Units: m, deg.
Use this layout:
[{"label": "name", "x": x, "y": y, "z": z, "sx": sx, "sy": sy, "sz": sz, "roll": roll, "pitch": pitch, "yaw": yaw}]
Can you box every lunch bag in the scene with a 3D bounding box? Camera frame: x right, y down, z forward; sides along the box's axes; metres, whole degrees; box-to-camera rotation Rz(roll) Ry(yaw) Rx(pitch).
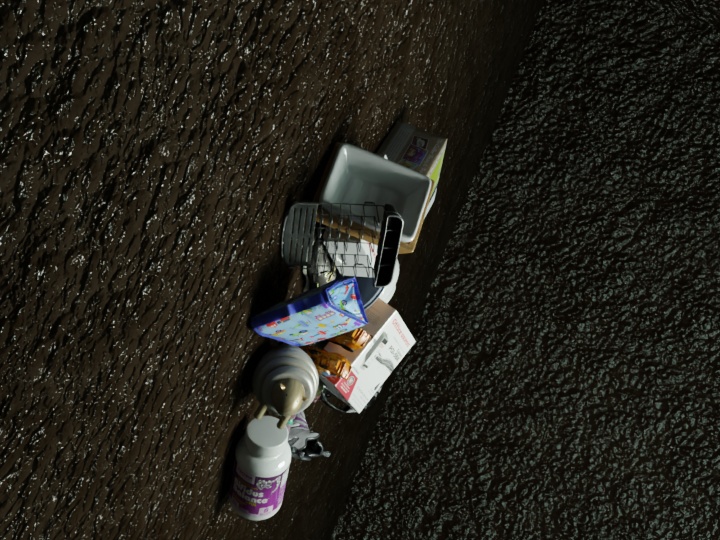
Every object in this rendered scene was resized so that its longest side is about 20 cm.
[{"label": "lunch bag", "x": -0.093, "y": 0.075, "z": 1.477, "sx": 0.200, "sy": 0.149, "sz": 0.095, "roll": 7, "pitch": 65, "yaw": -72}]

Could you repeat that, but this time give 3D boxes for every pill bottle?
[{"label": "pill bottle", "x": -0.195, "y": 0.386, "z": 1.648, "sx": 0.112, "sy": 0.111, "sz": 0.202, "roll": -53, "pitch": 160, "yaw": -53}]

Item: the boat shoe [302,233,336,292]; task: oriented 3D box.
[{"label": "boat shoe", "x": -0.075, "y": 0.003, "z": 1.659, "sx": 0.202, "sy": 0.060, "sz": 0.072, "roll": 94, "pitch": 21, "yaw": -55}]

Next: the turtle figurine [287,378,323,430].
[{"label": "turtle figurine", "x": -0.129, "y": 0.242, "z": 1.761, "sx": 0.202, "sy": 0.100, "sz": 0.149, "roll": -65, "pitch": 165, "yaw": 22}]

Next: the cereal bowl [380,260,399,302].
[{"label": "cereal bowl", "x": 0.019, "y": 0.042, "z": 1.892, "sx": 0.200, "sy": 0.083, "sz": 0.200, "roll": -47, "pitch": -166, "yaw": 15}]

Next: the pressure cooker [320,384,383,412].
[{"label": "pressure cooker", "x": -0.025, "y": 0.244, "z": 2.042, "sx": 0.179, "sy": 0.174, "sz": 0.202, "roll": 93, "pitch": 21, "yaw": -79}]

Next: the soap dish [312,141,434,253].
[{"label": "soap dish", "x": 0.021, "y": -0.127, "z": 1.517, "sx": 0.081, "sy": 0.198, "sz": 0.159, "roll": 117, "pitch": -7, "yaw": -63}]

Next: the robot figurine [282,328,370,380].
[{"label": "robot figurine", "x": -0.077, "y": 0.141, "z": 1.652, "sx": 0.058, "sy": 0.199, "sz": 0.146, "roll": 43, "pitch": 69, "yaw": -40}]

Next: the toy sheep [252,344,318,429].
[{"label": "toy sheep", "x": -0.141, "y": 0.206, "z": 1.562, "sx": 0.200, "sy": 0.136, "sz": 0.140, "roll": -114, "pitch": -141, "yaw": -64}]

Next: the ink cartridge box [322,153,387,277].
[{"label": "ink cartridge box", "x": 0.007, "y": -0.106, "z": 1.641, "sx": 0.146, "sy": 0.082, "sz": 0.202, "roll": 61, "pitch": 41, "yaw": -57}]

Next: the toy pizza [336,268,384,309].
[{"label": "toy pizza", "x": 0.000, "y": 0.000, "z": 1.734, "sx": 0.032, "sy": 0.199, "sz": 0.203, "roll": 27, "pitch": 83, "yaw": -40}]

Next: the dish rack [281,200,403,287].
[{"label": "dish rack", "x": -0.035, "y": -0.049, "z": 1.427, "sx": 0.055, "sy": 0.197, "sz": 0.155, "roll": -101, "pitch": -164, "yaw": -52}]

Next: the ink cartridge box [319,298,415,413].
[{"label": "ink cartridge box", "x": 0.009, "y": 0.171, "z": 1.733, "sx": 0.201, "sy": 0.082, "sz": 0.147, "roll": -50, "pitch": 144, "yaw": -12}]

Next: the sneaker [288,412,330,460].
[{"label": "sneaker", "x": -0.126, "y": 0.380, "z": 1.889, "sx": 0.200, "sy": 0.138, "sz": 0.079, "roll": -29, "pitch": 139, "yaw": -72}]

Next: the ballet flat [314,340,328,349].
[{"label": "ballet flat", "x": -0.081, "y": 0.156, "z": 1.819, "sx": 0.068, "sy": 0.075, "sz": 0.203, "roll": -30, "pitch": 103, "yaw": -56}]

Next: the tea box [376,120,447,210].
[{"label": "tea box", "x": 0.096, "y": -0.195, "z": 1.925, "sx": 0.198, "sy": 0.132, "sz": 0.201, "roll": 100, "pitch": 15, "yaw": -46}]
